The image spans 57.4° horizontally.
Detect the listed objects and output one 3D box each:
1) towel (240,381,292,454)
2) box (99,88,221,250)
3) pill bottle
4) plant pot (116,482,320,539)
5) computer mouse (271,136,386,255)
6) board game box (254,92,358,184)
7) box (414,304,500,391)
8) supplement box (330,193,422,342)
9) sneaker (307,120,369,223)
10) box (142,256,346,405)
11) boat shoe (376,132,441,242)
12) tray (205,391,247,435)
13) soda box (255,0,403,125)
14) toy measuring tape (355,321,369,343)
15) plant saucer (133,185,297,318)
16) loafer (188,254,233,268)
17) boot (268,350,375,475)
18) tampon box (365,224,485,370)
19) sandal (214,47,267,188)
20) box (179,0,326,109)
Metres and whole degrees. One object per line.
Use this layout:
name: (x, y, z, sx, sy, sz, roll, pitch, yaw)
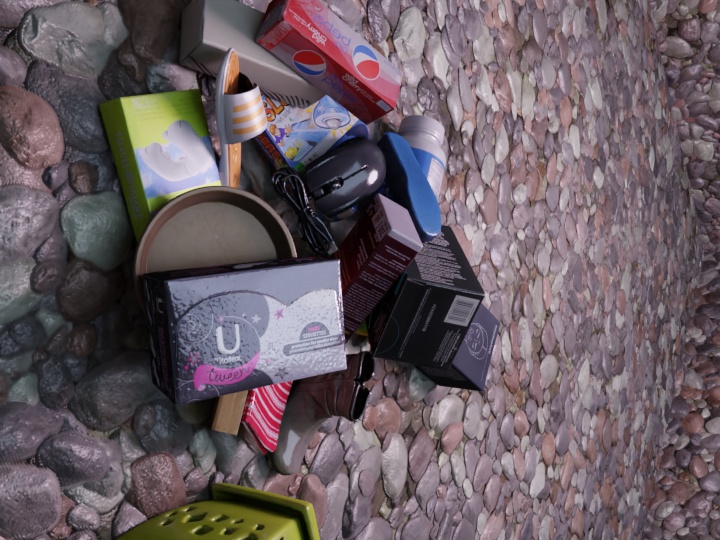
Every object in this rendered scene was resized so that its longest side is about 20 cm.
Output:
towel: (-0.113, 0.137, 0.911, 0.145, 0.022, 0.201, 81, 21, -58)
box: (-0.233, -0.114, 0.811, 0.122, 0.047, 0.202, -27, 111, -50)
pill bottle: (0.088, -0.164, 1.156, 0.112, 0.111, 0.202, 31, 66, -46)
plant pot: (-0.150, 0.384, 0.808, 0.181, 0.197, 0.202, -25, 109, -54)
computer mouse: (-0.022, -0.127, 0.952, 0.200, 0.053, 0.139, -43, 110, -33)
board game box: (-0.085, -0.241, 0.983, 0.136, 0.034, 0.200, 54, 51, -21)
box: (0.167, 0.121, 1.258, 0.200, 0.106, 0.150, 42, 58, -41)
supplement box: (0.000, 0.000, 0.963, 0.061, 0.201, 0.109, 26, 25, -24)
sneaker: (-0.016, -0.160, 1.052, 0.074, 0.082, 0.202, 40, 58, -42)
box: (-0.127, 0.060, 0.735, 0.198, 0.114, 0.134, -7, 96, -28)
boat shoe: (0.071, -0.124, 1.048, 0.084, 0.069, 0.201, 15, 48, -40)
tray: (-0.159, 0.110, 0.865, 0.037, 0.099, 0.202, 15, 75, -13)
soda box: (-0.036, -0.284, 0.875, 0.199, 0.063, 0.071, 31, 60, -33)
toy measuring tape: (0.016, 0.088, 1.101, 0.199, 0.073, 0.074, 20, 75, -49)
plant saucer: (-0.171, 0.000, 0.789, 0.198, 0.029, 0.202, -2, 94, -28)
loafer: (-0.195, 0.004, 0.830, 0.068, 0.076, 0.200, 53, 57, -27)
boot: (-0.056, 0.207, 0.966, 0.068, 0.130, 0.202, 36, 63, -44)
tampon box: (0.086, 0.029, 1.033, 0.125, 0.201, 0.151, 12, 120, -15)
sandal: (-0.148, -0.182, 0.841, 0.080, 0.059, 0.208, -83, 180, -48)
box: (-0.136, -0.290, 0.878, 0.199, 0.068, 0.083, 12, 71, -38)
